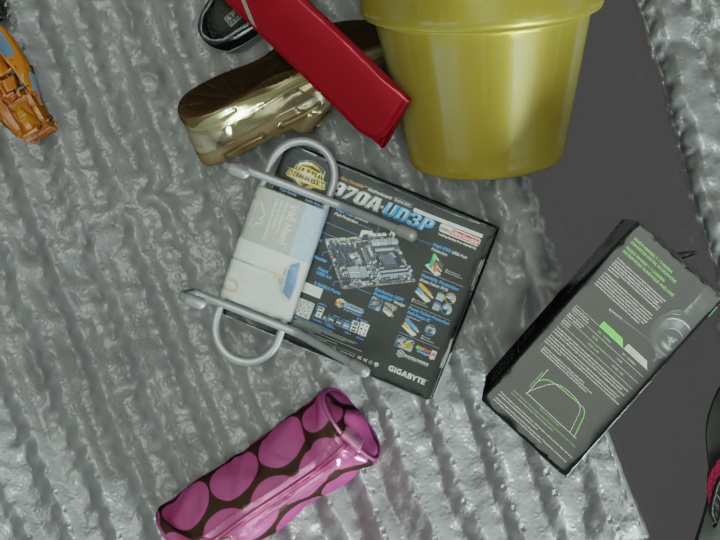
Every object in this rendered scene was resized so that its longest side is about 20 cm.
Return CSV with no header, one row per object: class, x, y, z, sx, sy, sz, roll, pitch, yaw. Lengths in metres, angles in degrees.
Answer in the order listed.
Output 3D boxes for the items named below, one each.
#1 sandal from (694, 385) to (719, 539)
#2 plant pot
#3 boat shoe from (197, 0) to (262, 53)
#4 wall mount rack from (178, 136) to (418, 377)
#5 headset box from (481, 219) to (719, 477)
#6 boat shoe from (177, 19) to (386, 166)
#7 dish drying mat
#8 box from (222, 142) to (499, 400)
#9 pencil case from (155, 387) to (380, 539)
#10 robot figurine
sandal,0.324,0.186,1.384,0.074,0.045,0.203,9,94,5
plant pot,0.100,-0.181,1.321,0.198,0.201,0.191,-2,107,5
boat shoe,-0.063,-0.265,1.385,0.200,0.068,0.072,-42,89,6
wall mount rack,-0.050,-0.004,1.347,0.172,0.075,0.202,20,95,5
headset box,0.196,0.051,1.325,0.093,0.174,0.200,41,94,3
boat shoe,-0.056,-0.153,1.397,0.198,0.072,0.065,-23,126,-2
dish drying mat,-0.043,-0.184,1.317,0.200,0.077,0.018,45,61,7
box,0.000,0.000,1.403,0.198,0.046,0.161,21,95,4
pencil case,-0.077,0.186,1.397,0.199,0.094,0.091,-38,89,5
robot figurine,-0.357,-0.184,1.420,0.144,0.058,0.201,-33,90,5
